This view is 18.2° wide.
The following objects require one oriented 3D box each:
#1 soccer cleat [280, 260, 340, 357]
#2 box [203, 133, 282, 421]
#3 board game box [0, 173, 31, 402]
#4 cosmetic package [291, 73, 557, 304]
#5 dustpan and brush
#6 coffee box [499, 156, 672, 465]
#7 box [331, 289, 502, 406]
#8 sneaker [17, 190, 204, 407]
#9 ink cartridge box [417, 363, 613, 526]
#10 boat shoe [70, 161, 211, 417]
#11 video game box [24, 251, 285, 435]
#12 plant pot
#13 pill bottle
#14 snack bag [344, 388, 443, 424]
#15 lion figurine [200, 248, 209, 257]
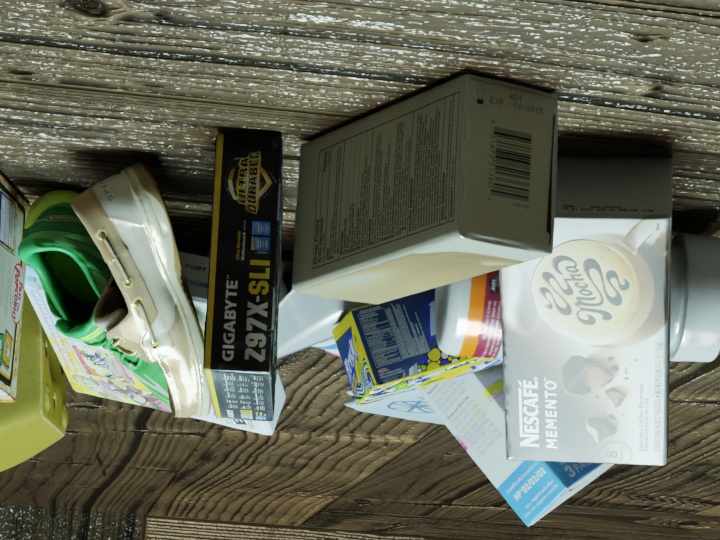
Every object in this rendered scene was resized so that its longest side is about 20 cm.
[{"bbox_3d":[-0.009,0.032,1.829,0.199,0.070,0.086,7,152,-35],"label":"soccer cleat"},{"bbox_3d":[-0.078,0.009,1.543,0.049,0.161,0.200,4,168,-1],"label":"box"},{"bbox_3d":[-0.279,0.001,1.575,0.046,0.152,0.200,1,166,6],"label":"board game box"},{"bbox_3d":[0.037,-0.046,1.407,0.071,0.106,0.200,10,167,-30],"label":"cosmetic package"},{"bbox_3d":[0.000,0.000,1.701,0.139,0.057,0.200,-21,172,-21],"label":"dustpan and brush"},{"bbox_3d":[0.151,0.028,1.504,0.112,0.080,0.201,2,124,8],"label":"coffee box"},{"bbox_3d":[0.085,0.040,1.698,0.199,0.065,0.070,-15,168,-17],"label":"box"},{"bbox_3d":[-0.185,0.036,1.652,0.074,0.084,0.200,-26,113,37],"label":"sneaker"},{"bbox_3d":[0.119,0.086,1.779,0.115,0.200,0.068,-29,164,-41],"label":"ink cartridge box"},{"bbox_3d":[-0.156,0.021,1.582,0.069,0.201,0.074,-19,-153,-11],"label":"boat shoe"},{"bbox_3d":[-0.163,0.048,1.778,0.181,0.047,0.200,10,149,15],"label":"video game box"},{"bbox_3d":[-0.347,0.078,1.860,0.199,0.195,0.196,-2,167,1],"label":"plant pot"},{"bbox_3d":[0.157,0.013,1.615,0.199,0.110,0.110,4,167,-4],"label":"pill bottle"},{"bbox_3d":[0.115,0.113,1.948,0.199,0.022,0.188,12,163,-27],"label":"snack bag"},{"bbox_3d":[-0.159,0.021,1.851,0.122,0.073,0.200,8,154,11],"label":"lion figurine"}]
